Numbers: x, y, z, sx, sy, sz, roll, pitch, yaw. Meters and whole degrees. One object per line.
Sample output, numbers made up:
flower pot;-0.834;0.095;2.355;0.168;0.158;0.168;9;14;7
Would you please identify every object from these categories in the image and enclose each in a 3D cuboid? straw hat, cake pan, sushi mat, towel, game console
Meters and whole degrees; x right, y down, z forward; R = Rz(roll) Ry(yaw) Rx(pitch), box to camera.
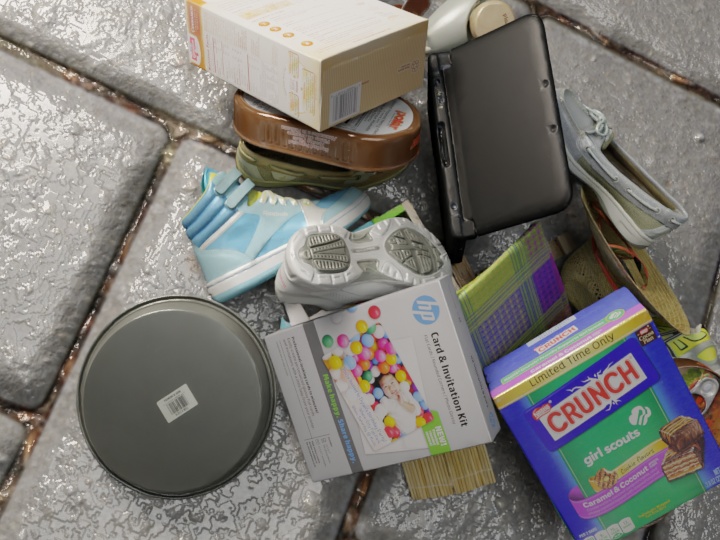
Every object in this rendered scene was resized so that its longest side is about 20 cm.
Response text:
straw hat;0.271;0.009;0.903;0.085;0.201;0.202;-37;89;24
cake pan;-0.180;0.125;0.792;0.196;0.037;0.204;0;89;-7
sushi mat;0.069;0.135;0.836;0.094;0.012;0.203;-15;95;17
towel;0.160;0.060;0.850;0.143;0.023;0.201;-41;131;-15
game console;0.136;-0.128;0.846;0.114;0.176;0.204;-6;76;3

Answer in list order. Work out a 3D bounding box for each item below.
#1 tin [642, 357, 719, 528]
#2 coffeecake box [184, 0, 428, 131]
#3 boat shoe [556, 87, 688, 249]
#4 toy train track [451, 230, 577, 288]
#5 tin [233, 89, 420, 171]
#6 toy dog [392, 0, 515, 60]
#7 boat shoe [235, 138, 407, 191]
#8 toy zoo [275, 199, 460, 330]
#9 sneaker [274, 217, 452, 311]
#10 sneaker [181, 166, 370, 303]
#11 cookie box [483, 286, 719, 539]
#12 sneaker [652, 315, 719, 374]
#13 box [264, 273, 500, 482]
tin;0.314;0.185;0.872;0.111;0.042;0.201;33;101;-12
coffeecake box;-0.056;-0.230;0.817;0.199;0.074;0.153;32;46;31
boat shoe;0.271;-0.118;0.876;0.203;0.064;0.074;54;39;-4
toy train track;0.166;0.006;0.917;0.198;0.033;0.116;-28;86;-17
tin;-0.035;-0.154;0.824;0.197;0.042;0.113;15;42;12
toy dog;0.082;-0.291;0.919;0.197;0.131;0.098;-17;105;-25
boat shoe;-0.035;-0.129;0.881;0.197;0.063;0.075;-1;79;-13
toy zoo;-0.001;0.030;0.868;0.198;0.020;0.132;-31;85;-7
sneaker;0.000;0.000;0.826;0.197;0.099;0.079;3;64;-29
sneaker;-0.094;-0.068;0.844;0.198;0.079;0.132;-31;93;-17
cookie box;0.242;0.150;0.805;0.170;0.075;0.202;-31;103;7
sneaker;0.315;0.092;0.922;0.197;0.075;0.078;9;65;-19
box;0.018;0.108;0.789;0.197;0.041;0.158;-18;92;24
